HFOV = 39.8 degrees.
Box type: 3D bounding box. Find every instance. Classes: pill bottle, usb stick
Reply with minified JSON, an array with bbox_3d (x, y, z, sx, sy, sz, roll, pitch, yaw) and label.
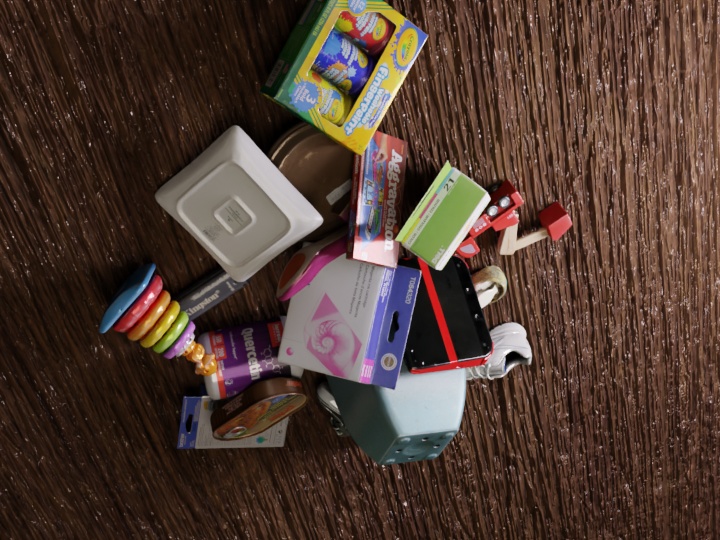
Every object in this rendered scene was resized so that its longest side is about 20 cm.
[{"bbox_3d":[-0.169,0.142,1.671,0.196,0.113,0.114,-12,125,-10],"label":"pill bottle"},{"bbox_3d":[-0.271,0.050,1.631,0.198,0.033,0.056,-33,124,4],"label":"usb stick"}]

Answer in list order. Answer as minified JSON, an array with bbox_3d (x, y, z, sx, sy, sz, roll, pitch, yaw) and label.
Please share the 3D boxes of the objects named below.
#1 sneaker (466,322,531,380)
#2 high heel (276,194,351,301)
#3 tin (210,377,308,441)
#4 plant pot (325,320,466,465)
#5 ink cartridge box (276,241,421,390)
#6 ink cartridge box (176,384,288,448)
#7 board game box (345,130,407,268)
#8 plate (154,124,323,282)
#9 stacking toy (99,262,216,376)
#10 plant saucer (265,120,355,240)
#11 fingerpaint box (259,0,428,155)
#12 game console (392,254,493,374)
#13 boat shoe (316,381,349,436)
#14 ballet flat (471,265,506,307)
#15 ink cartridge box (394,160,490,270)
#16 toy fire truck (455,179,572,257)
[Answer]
[{"bbox_3d":[0.221,0.162,1.822,0.197,0.088,0.075,-23,127,-1],"label":"sneaker"},{"bbox_3d":[-0.044,-0.014,1.553,0.201,0.067,0.096,-49,118,-2],"label":"high heel"},{"bbox_3d":[-0.173,0.234,1.681,0.111,0.043,0.199,16,139,-44],"label":"tin"},{"bbox_3d":[0.072,0.213,1.693,0.192,0.203,0.197,-2,148,-22],"label":"plant pot"},{"bbox_3d":[-0.019,0.072,1.590,0.196,0.043,0.201,11,86,13],"label":"ink cartridge box"},{"bbox_3d":[-0.225,0.260,1.774,0.196,0.042,0.121,0,121,-21],"label":"ink cartridge box"},{"bbox_3d":[0.026,-0.111,1.542,0.102,0.019,0.205,12,80,-46],"label":"board game box"},{"bbox_3d":[-0.189,-0.088,1.505,0.199,0.033,0.200,-33,111,29],"label":"plate"},{"bbox_3d":[-0.302,0.095,1.570,0.199,0.110,0.116,42,104,-14],"label":"stacking toy"},{"bbox_3d":[-0.064,-0.136,1.540,0.197,0.029,0.204,-14,121,-24],"label":"plant saucer"},{"bbox_3d":[-0.023,-0.298,1.433,0.165,0.073,0.202,29,93,-30],"label":"fingerpaint box"},{"bbox_3d":[0.127,0.069,1.665,0.174,0.203,0.031,-6,156,-27],"label":"game console"},{"bbox_3d":[-0.021,0.277,1.827,0.071,0.072,0.199,-44,125,8],"label":"boat shoe"},{"bbox_3d":[0.170,0.061,1.755,0.198,0.071,0.071,-30,125,3],"label":"ballet flat"},{"bbox_3d":[0.130,-0.081,1.557,0.075,0.200,0.149,36,95,8],"label":"ink cartridge box"},{"bbox_3d":[0.249,-0.075,1.703,0.198,0.049,0.141,-35,125,6],"label":"toy fire truck"}]
